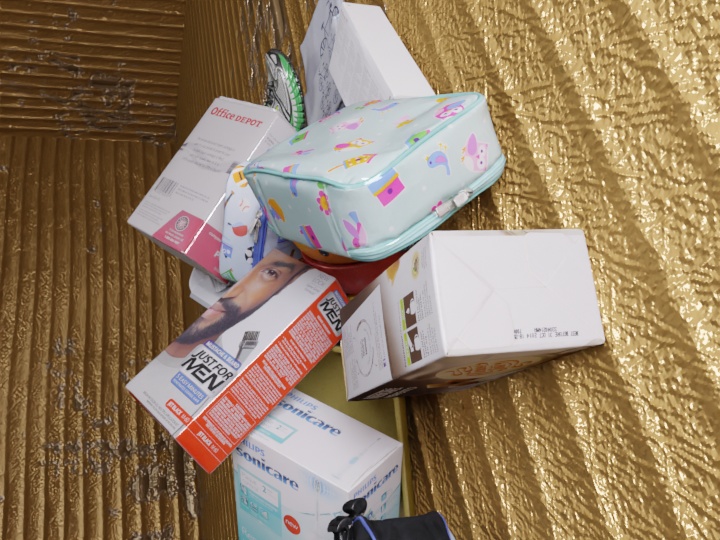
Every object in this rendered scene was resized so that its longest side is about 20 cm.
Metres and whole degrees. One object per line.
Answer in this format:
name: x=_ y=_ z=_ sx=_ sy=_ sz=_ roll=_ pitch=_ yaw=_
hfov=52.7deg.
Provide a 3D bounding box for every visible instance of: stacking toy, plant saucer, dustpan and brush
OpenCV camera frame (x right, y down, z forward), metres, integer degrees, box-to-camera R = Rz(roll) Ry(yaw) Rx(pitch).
stacking toy: x=0.000 y=0.000 z=0.753 sx=0.146 sy=0.146 sz=0.201 roll=-129 pitch=25 yaw=-61
plant saucer: x=-0.021 y=0.158 z=0.755 sx=0.199 sy=0.048 sz=0.201 roll=9 pitch=112 yaw=39
dustpan and brush: x=-0.149 y=-0.045 z=0.927 sx=0.200 sy=0.057 sz=0.139 roll=-51 pitch=34 yaw=-13

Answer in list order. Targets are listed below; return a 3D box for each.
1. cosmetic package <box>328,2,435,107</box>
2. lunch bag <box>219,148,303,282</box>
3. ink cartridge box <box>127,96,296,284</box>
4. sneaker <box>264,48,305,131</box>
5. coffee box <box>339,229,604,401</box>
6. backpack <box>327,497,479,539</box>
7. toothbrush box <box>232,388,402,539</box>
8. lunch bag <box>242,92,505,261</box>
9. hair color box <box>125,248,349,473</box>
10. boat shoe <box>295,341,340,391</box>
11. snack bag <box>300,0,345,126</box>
cosmetic package: x=0.019 y=-0.196 z=0.755 sx=0.200 sy=0.050 sz=0.083 roll=-110 pitch=25 yaw=-43
lunch bag: x=-0.078 y=-0.065 z=0.839 sx=0.075 sy=0.200 sz=0.161 roll=24 pitch=118 yaw=24
ink cartridge box: x=-0.171 y=-0.103 z=0.895 sx=0.146 sy=0.083 sz=0.200 roll=24 pitch=77 yaw=44
sneaker: x=-0.123 y=-0.220 z=1.064 sx=0.078 sy=0.085 sz=0.201 roll=-112 pitch=18 yaw=-66
coffee box: x=0.066 y=0.040 z=0.530 sx=0.200 sy=0.114 sz=0.080 roll=137 pitch=129 yaw=-64
backpack: x=0.047 y=0.301 z=0.539 sx=0.200 sy=0.153 sz=0.191 roll=-121 pitch=43 yaw=-66
toothbrush box: x=-0.043 y=0.236 z=0.711 sx=0.146 sy=0.085 sz=0.201 roll=21 pitch=122 yaw=32
lunch bag: x=0.012 y=-0.082 z=0.587 sx=0.200 sy=0.160 sz=0.077 roll=16 pitch=134 yaw=53
hair color box: x=-0.111 y=0.078 z=0.691 sx=0.111 sy=0.200 sz=0.064 roll=23 pitch=151 yaw=46
boat shoe: x=-0.022 y=0.177 z=0.866 sx=0.075 sy=0.092 sz=0.200 roll=-116 pitch=1 yaw=-63
snack bag: x=-0.051 y=-0.286 z=1.000 sx=0.189 sy=0.021 sz=0.201 roll=130 pitch=136 yaw=-63
